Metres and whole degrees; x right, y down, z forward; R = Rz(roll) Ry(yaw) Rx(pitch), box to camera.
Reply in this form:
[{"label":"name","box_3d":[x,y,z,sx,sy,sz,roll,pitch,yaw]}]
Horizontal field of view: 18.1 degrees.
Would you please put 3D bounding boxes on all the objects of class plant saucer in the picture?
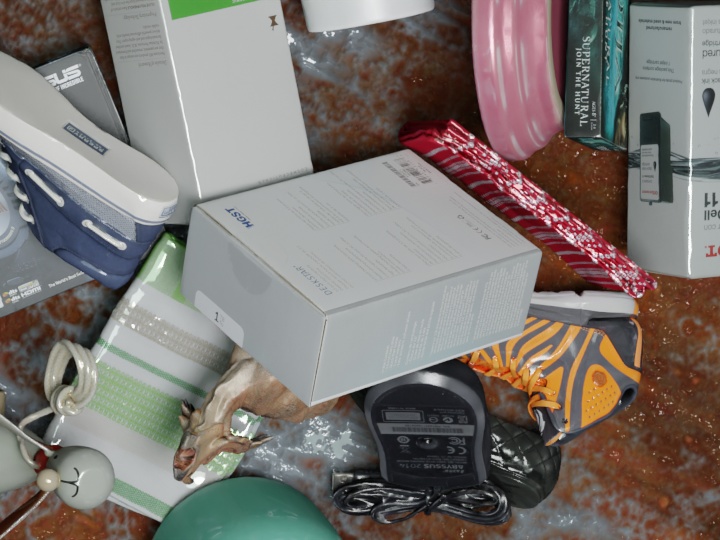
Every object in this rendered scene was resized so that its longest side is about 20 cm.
[{"label":"plant saucer","box_3d":[0.125,-0.178,1.603,0.051,0.200,0.202,2,99,17]}]

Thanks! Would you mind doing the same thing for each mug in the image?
[{"label":"mug","box_3d":[-0.061,0.248,1.673,0.184,0.114,0.153,20,99,-23]}]

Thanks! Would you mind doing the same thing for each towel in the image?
[{"label":"towel","box_3d":[-0.135,0.089,1.675,0.149,0.031,0.201,27,97,-27]},{"label":"towel","box_3d":[0.117,-0.046,1.650,0.200,0.145,0.023,37,86,-10]}]

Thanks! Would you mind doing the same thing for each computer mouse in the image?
[{"label":"computer mouse","box_3d":[0.046,0.115,1.654,0.138,0.200,0.053,4,53,5]}]

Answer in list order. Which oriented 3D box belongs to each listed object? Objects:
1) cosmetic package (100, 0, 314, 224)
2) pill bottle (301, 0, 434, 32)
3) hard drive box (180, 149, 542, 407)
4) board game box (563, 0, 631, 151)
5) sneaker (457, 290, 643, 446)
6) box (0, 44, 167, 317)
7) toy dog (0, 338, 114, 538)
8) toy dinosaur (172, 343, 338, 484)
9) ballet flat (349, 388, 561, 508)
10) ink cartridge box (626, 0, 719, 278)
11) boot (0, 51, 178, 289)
[{"label":"cosmetic package","box_3d":[-0.112,-0.140,1.623,0.107,0.085,0.201,-19,101,-35]},{"label":"pill bottle","box_3d":[-0.009,-0.278,1.616,0.113,0.113,0.201,-12,99,-5]},{"label":"hard drive box","box_3d":[0.000,0.000,1.586,0.199,0.156,0.077,-15,130,-36]},{"label":"board game box","box_3d":[0.174,-0.190,1.628,0.028,0.135,0.201,2,89,15]},{"label":"sneaker","box_3d":[0.117,0.074,1.687,0.199,0.078,0.113,-1,77,-6]},{"label":"box","box_3d":[-0.259,-0.055,1.654,0.199,0.044,0.161,-22,101,-4]},{"label":"toy dog","box_3d":[-0.267,0.133,1.611,0.096,0.200,0.133,-3,75,-40]},{"label":"toy dinosaur","box_3d":[-0.057,0.085,1.647,0.199,0.086,0.136,-1,117,-32]},{"label":"ballet flat","box_3d":[0.065,0.112,1.722,0.200,0.066,0.057,35,49,-10]},{"label":"ink cartridge box","box_3d":[0.278,-0.099,1.674,0.146,0.083,0.201,-5,100,-27]},{"label":"boot","box_3d":[-0.229,-0.073,1.598,0.200,0.073,0.090,37,120,6]}]
